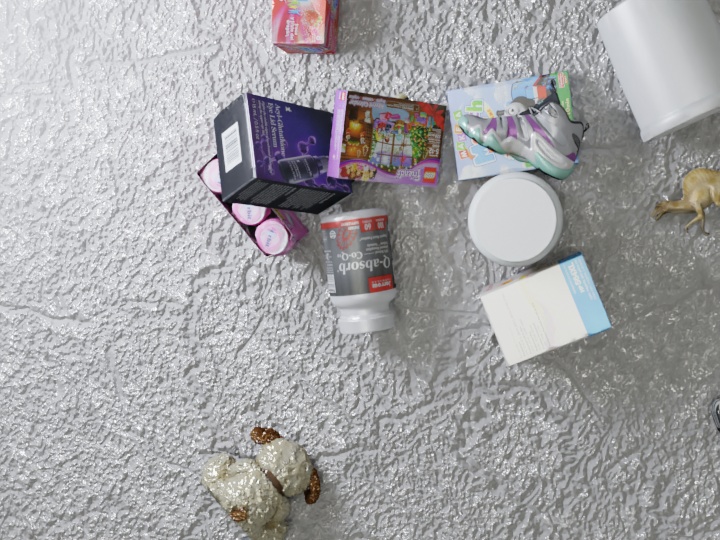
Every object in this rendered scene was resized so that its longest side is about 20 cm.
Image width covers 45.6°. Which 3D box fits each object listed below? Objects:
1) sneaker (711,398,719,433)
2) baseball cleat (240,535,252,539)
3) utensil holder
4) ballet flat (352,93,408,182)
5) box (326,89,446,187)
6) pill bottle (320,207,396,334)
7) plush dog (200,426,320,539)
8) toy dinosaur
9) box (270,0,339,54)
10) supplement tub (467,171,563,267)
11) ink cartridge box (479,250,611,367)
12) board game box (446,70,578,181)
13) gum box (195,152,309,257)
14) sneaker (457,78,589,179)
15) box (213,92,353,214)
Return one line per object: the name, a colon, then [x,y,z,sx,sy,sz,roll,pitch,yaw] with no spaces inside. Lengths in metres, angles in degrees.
sneaker: [0.649,0.288,1.364,0.115,0.076,0.201,-20,90,9]
baseball cleat: [-0.241,0.565,1.545,0.070,0.106,0.201,38,98,11]
utensil holder: [0.474,-0.322,1.303,0.169,0.170,0.201,-23,88,12]
ballet flat: [0.008,-0.224,1.455,0.057,0.066,0.200,44,100,15]
box: [0.045,-0.213,1.396,0.199,0.039,0.138,1,101,-33]
pill bottle: [0.000,0.000,1.448,0.115,0.116,0.202,-7,93,12]
plush dog: [-0.165,0.371,1.508,0.172,0.161,0.200,-43,87,-16]
toy dinosaur: [0.563,-0.123,1.356,0.199,0.058,0.101,-36,86,12]
box: [-0.089,-0.472,1.437,0.094,0.103,0.202,4,94,10]
supplement tub: [0.245,-0.081,1.350,0.144,0.200,0.147,1,95,11]
ink cartridge box: [0.285,0.064,1.389,0.199,0.129,0.126,-22,90,11]
board game box: [0.252,-0.237,1.420,0.198,0.037,0.153,-7,93,13]
gum box: [-0.180,-0.111,1.476,0.066,0.113,0.200,-41,86,11]
sneaker: [0.266,-0.244,1.364,0.199,0.078,0.141,24,98,-1]
box: [-0.125,-0.185,1.393,0.104,0.199,0.149,-26,68,46]
